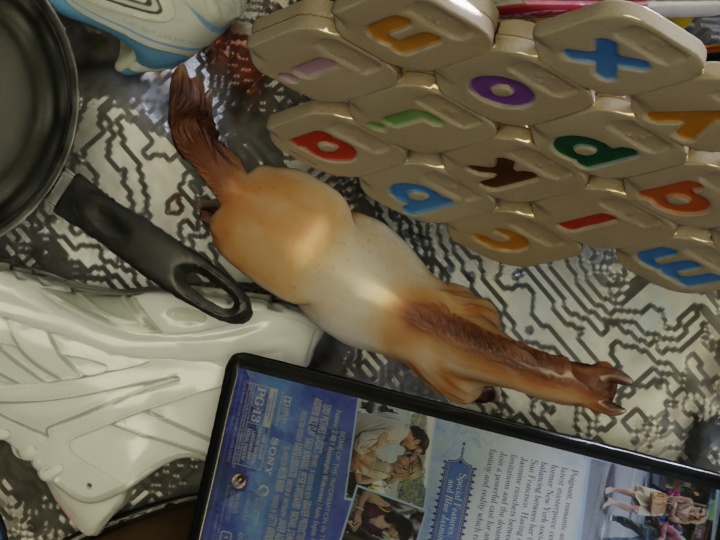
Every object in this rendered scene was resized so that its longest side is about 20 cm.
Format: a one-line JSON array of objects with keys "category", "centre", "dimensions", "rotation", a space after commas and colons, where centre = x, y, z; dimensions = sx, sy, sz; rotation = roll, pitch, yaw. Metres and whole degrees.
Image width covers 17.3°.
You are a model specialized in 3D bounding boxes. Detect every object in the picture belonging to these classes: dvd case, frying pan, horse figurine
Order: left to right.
[{"category": "frying pan", "centre": [-0.120, -0.055, 0.849], "dimensions": [0.189, 0.031, 0.116], "rotation": [11, 91, 2]}, {"category": "horse figurine", "centre": [0.000, 0.000, 0.865], "dimensions": [0.199, 0.133, 0.050], "rotation": [36, 91, -2]}, {"category": "dvd case", "centre": [0.033, 0.122, 0.852], "dimensions": [0.199, 0.018, 0.144], "rotation": [15, 77, -12]}]

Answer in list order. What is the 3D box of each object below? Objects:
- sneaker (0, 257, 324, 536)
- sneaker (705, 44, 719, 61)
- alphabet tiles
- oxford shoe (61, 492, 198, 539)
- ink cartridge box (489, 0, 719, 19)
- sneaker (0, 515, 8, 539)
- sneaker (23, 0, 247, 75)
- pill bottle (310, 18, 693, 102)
[{"category": "sneaker", "centre": [-0.116, 0.048, 0.884], "dimensions": [0.198, 0.078, 0.100], "rotation": [6, 91, 3]}, {"category": "sneaker", "centre": [0.156, -0.038, 0.861], "dimensions": [0.199, 0.075, 0.093], "rotation": [-11, 101, -45]}, {"category": "alphabet tiles", "centre": [0.065, -0.042, 0.763], "dimensions": [0.199, 0.195, 0.015], "rotation": [26, 68, -28]}, {"category": "oxford shoe", "centre": [-0.033, 0.122, 0.889], "dimensions": [0.198, 0.084, 0.073], "rotation": [-4, 92, -1]}, {"category": "ink cartridge box", "centre": [0.115, -0.156, 0.765], "dimensions": [0.199, 0.084, 0.145], "rotation": [-3, 93, -27]}, {"category": "sneaker", "centre": [-0.233, 0.106, 0.883], "dimensions": [0.198, 0.078, 0.066], "rotation": [4, 88, -4]}, {"category": "sneaker", "centre": [-0.126, -0.138, 0.854], "dimensions": [0.072, 0.072, 0.200], "rotation": [-34, 127, 23]}, {"category": "pill bottle", "centre": [0.070, -0.118, 0.878], "dimensions": [0.112, 0.112, 0.200], "rotation": [44, 88, -2]}]
